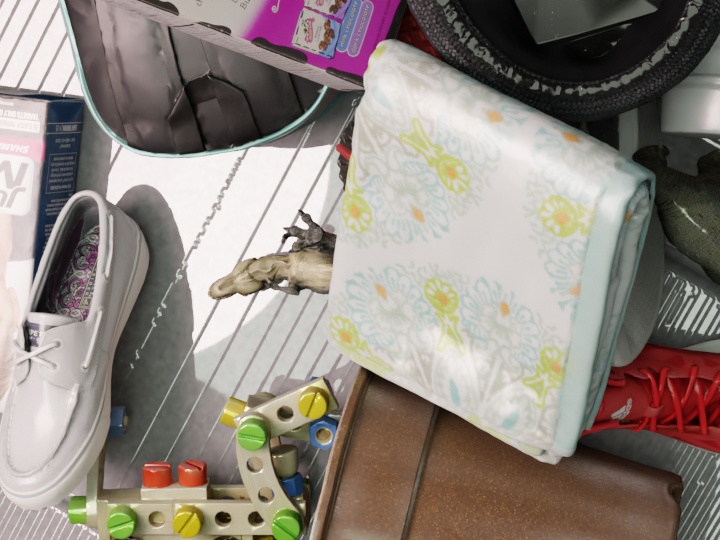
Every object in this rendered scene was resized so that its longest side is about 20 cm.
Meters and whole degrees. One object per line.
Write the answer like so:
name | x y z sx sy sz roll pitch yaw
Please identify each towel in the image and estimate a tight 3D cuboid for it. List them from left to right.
towel | 0.064 -0.006 1.189 0.171 0.048 0.200 27 129 22

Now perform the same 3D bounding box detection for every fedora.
fedora | 0.109 -0.183 1.188 0.200 0.092 0.201 1 101 3

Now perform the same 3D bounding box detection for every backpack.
backpack | -0.089 -0.165 1.300 0.176 0.153 0.200 -13 88 6

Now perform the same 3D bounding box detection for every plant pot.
plant pot | 0.076 0.169 1.276 0.198 0.200 0.201 12 97 5

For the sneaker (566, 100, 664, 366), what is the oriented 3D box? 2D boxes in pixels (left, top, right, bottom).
sneaker | 0.119 -0.029 1.276 0.099 0.071 0.200 -9 57 22

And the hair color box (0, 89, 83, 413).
hair color box | -0.241 -0.015 1.399 0.100 0.061 0.200 8 97 14

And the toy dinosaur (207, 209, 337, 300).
toy dinosaur | 0.000 0.000 1.328 0.200 0.088 0.048 6 78 13

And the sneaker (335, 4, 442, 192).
sneaker | 0.054 -0.100 1.301 0.079 0.095 0.200 41 135 24

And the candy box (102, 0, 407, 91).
candy box | -0.067 -0.192 1.187 0.200 0.061 0.137 20 86 -22

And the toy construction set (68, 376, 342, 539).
toy construction set | -0.108 0.123 1.360 0.200 0.092 0.131 4 106 18

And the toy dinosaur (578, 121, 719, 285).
toy dinosaur | 0.199 -0.024 1.209 0.077 0.102 0.200 -34 116 10

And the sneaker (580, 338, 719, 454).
sneaker | 0.178 0.081 1.268 0.200 0.116 0.078 8 106 17

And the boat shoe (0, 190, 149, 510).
boat shoe | -0.181 0.044 1.339 0.072 0.069 0.200 9 65 26

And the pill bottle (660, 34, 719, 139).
pill bottle | 0.219 -0.174 1.235 0.119 0.120 0.200 5 92 14
